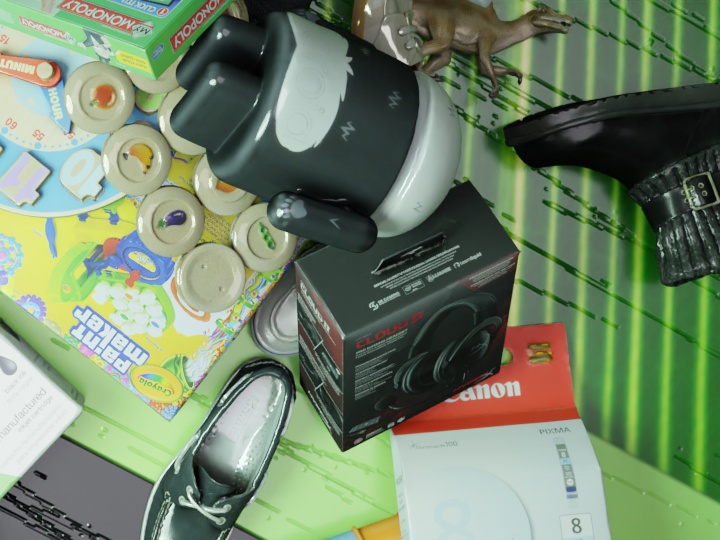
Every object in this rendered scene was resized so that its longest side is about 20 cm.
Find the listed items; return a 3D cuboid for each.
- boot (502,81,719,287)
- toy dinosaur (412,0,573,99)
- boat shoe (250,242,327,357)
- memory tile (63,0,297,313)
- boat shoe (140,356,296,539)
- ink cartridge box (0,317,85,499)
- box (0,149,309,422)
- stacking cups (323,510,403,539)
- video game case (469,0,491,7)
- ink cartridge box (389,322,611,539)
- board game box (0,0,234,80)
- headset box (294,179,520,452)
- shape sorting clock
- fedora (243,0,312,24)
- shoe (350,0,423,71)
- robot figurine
[{"bbox_3d":[0.224,-0.062,1.354,0.210,0.079,0.159,-8,93,-8],"label":"boot"},{"bbox_3d":[0.065,-0.190,1.351,0.199,0.058,0.102,12,74,-9],"label":"toy dinosaur"},{"bbox_3d":[0.000,0.000,1.328,0.199,0.070,0.071,-33,96,-7],"label":"boat shoe"},{"bbox_3d":[-0.105,-0.085,1.191,0.153,0.017,0.201,-36,108,-16],"label":"memory tile"},{"bbox_3d":[-0.114,0.159,1.321,0.075,0.060,0.201,24,88,-8],"label":"boat shoe"},{"bbox_3d":[-0.328,0.085,1.276,0.200,0.084,0.146,44,86,-7],"label":"ink cartridge box"},{"bbox_3d":[-0.166,-0.027,1.277,0.200,0.122,0.193,39,85,-8],"label":"box"},{"bbox_3d":[-0.018,0.230,1.344,0.199,0.060,0.061,-21,95,-12],"label":"stacking cups"},{"bbox_3d":[0.070,-0.327,1.314,0.182,0.023,0.201,29,87,21],"label":"video game case"},{"bbox_3d":[0.105,0.141,1.333,0.159,0.047,0.201,-4,77,-10],"label":"ink cartridge box"},{"bbox_3d":[-0.173,-0.205,1.139,0.199,0.029,0.135,23,59,31],"label":"board game box"},{"bbox_3d":[0.032,0.032,1.258,0.148,0.200,0.077,-25,62,-17],"label":"headset box"},{"bbox_3d":[-0.218,-0.137,1.192,0.198,0.039,0.202,0,86,-1],"label":"shape sorting clock"},{"bbox_3d":[-0.099,-0.230,1.245,0.199,0.201,0.092,21,76,-8],"label":"fedora"},{"bbox_3d":[0.029,-0.142,1.286,0.053,0.070,0.201,9,111,23],"label":"shoe"},{"bbox_3d":[-0.028,-0.098,1.150,0.199,0.125,0.151,20,90,-24],"label":"robot figurine"}]
